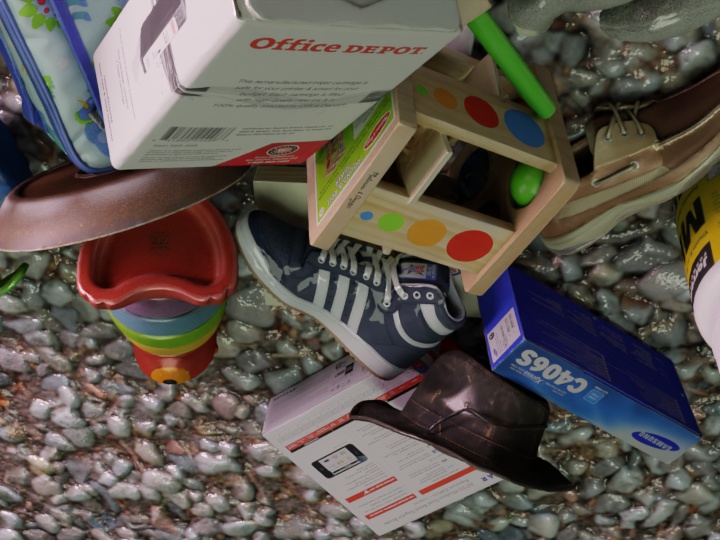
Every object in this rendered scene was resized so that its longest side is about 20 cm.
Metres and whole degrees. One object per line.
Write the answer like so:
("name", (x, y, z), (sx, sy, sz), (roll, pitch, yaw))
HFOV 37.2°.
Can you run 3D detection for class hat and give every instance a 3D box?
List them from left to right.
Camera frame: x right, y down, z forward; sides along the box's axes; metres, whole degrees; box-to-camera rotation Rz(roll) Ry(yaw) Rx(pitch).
("hat", (0.093, 0.112, 0.872), (0.199, 0.201, 0.082), (18, 90, -6))

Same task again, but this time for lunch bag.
("lunch bag", (-0.169, -0.176, 0.722), (0.160, 0.082, 0.201), (-29, 128, -18))

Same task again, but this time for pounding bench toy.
("pounding bench toy", (0.075, -0.102, 0.721), (0.155, 0.125, 0.200), (16, 136, -23))

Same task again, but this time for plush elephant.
("plush elephant", (0.218, -0.209, 0.657), (0.199, 0.166, 0.154), (10, 178, 41))

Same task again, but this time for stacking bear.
("stacking bear", (-0.161, 0.027, 0.899), (0.120, 0.115, 0.201), (-2, 148, -6))

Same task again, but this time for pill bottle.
("pill bottle", (0.289, -0.003, 0.761), (0.113, 0.201, 0.115), (4, 128, 5))

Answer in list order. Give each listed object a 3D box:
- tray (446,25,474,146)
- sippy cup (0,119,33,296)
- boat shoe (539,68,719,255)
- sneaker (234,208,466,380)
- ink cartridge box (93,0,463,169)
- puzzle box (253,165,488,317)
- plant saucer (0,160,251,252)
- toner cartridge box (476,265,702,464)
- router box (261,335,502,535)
("tray", (0.029, -0.176, 0.762), (0.106, 0.022, 0.201), (8, 137, 2))
("sippy cup", (-0.336, -0.066, 0.847), (0.130, 0.140, 0.178), (-28, 149, 4))
("boat shoe", (0.197, -0.087, 0.791), (0.072, 0.076, 0.200), (40, 121, -20))
("sneaker", (0.000, 0.000, 0.857), (0.108, 0.070, 0.200), (-33, 120, 29))
("ink cartridge box", (-0.056, -0.135, 0.635), (0.143, 0.085, 0.200), (-6, 167, -33))
("puzzle box", (0.013, -0.023, 0.898), (0.198, 0.026, 0.134), (3, 128, 5))
("plant saucer", (-0.179, -0.066, 0.789), (0.198, 0.200, 0.032), (-9, 109, 15))
("toner cartridge box", (0.191, 0.079, 0.893), (0.199, 0.095, 0.043), (29, 122, -22))
("router box", (0.037, 0.153, 1.017), (0.199, 0.049, 0.180), (-31, 118, 28))
